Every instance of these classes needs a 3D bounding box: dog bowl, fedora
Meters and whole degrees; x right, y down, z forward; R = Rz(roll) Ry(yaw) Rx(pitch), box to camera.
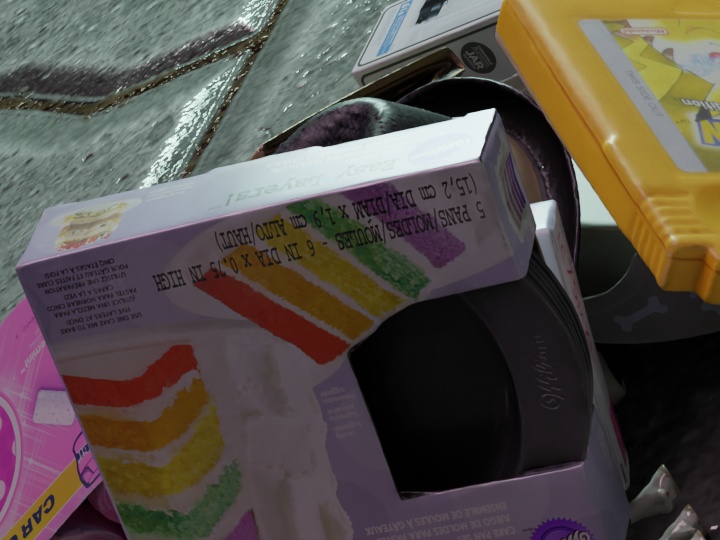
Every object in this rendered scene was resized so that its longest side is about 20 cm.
[{"bbox_3d":[0.133,-0.036,1.314,0.199,0.059,0.200,-8,29,5],"label":"dog bowl"},{"bbox_3d":[0.000,0.000,1.225,0.200,0.091,0.201,-24,54,37],"label":"fedora"}]

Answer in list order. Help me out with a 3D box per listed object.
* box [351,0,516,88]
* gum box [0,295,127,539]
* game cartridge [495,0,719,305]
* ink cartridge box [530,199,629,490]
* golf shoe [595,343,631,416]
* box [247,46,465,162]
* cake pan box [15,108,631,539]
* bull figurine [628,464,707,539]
[{"bbox_3d":[0.109,-0.108,1.481,0.199,0.117,0.060,-18,31,36],"label":"box"},{"bbox_3d":[-0.142,0.097,1.263,0.200,0.066,0.114,-47,46,27],"label":"gum box"},{"bbox_3d":[0.171,-0.056,1.213,0.176,0.033,0.200,-1,36,-23],"label":"game cartridge"},{"bbox_3d":[-0.002,0.051,1.157,0.199,0.120,0.042,-14,22,9],"label":"ink cartridge box"},{"bbox_3d":[0.069,0.062,1.289,0.092,0.073,0.200,-13,34,40],"label":"golf shoe"},{"bbox_3d":[-0.047,-0.018,1.392,0.163,0.021,0.200,-34,-12,-50],"label":"box"},{"bbox_3d":[-0.008,0.046,1.097,0.199,0.185,0.052,-11,26,17],"label":"cake pan box"},{"bbox_3d":[0.086,0.135,1.147,0.121,0.065,0.200,-32,27,4],"label":"bull figurine"}]
